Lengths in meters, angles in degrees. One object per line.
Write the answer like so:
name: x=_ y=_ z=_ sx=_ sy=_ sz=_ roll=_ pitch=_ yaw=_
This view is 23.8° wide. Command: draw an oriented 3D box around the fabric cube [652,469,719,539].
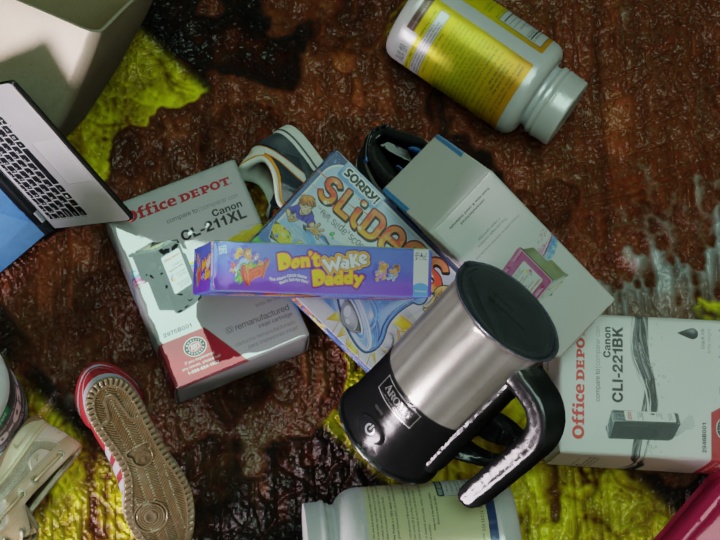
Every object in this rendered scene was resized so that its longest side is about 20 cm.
fabric cube: x=0.368 y=0.315 z=1.612 sx=0.199 sy=0.200 sz=0.196 roll=43 pitch=78 yaw=8

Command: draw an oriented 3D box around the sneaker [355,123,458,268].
sneaker: x=0.075 y=-0.067 z=1.738 sx=0.200 sy=0.112 sz=0.073 roll=40 pitch=77 yaw=7

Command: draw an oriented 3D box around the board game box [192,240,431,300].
board game box: x=-0.047 y=0.002 z=1.577 sx=0.199 sy=0.134 sz=0.045 roll=2 pitch=87 yaw=-13

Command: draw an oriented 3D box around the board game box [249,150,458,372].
board game box: x=0.000 y=0.000 z=1.676 sx=0.200 sy=0.034 sz=0.135 roll=43 pitch=79 yaw=-9

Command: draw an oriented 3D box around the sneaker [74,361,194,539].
sneaker: x=-0.223 y=0.180 z=1.684 sx=0.071 sy=0.112 sz=0.200 roll=-23 pitch=108 yaw=-12

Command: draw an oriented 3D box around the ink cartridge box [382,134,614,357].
ink cartridge box: x=0.133 y=-0.024 z=1.657 sx=0.085 sy=0.145 sz=0.200 roll=-45 pitch=117 yaw=0

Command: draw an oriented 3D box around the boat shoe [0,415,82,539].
boat shoe: x=-0.342 y=0.239 z=1.652 sx=0.065 sy=0.072 sz=0.200 roll=28 pitch=70 yaw=5

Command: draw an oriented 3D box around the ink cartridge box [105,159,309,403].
ink cartridge box: x=-0.156 y=0.010 z=1.716 sx=0.145 sy=0.083 sz=0.200 roll=-22 pitch=78 yaw=-9

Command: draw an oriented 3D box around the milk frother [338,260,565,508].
milk frother: x=0.116 y=0.103 z=1.600 sx=0.180 sy=0.200 sz=0.188 roll=44 pitch=120 yaw=3

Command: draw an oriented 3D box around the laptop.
laptop: x=-0.363 y=-0.068 z=1.647 sx=0.187 sy=0.200 sz=0.116 roll=51 pitch=53 yaw=-33

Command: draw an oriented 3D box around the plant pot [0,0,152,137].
plant pot: x=-0.337 y=-0.227 z=1.697 sx=0.199 sy=0.200 sz=0.177 roll=22 pitch=119 yaw=2

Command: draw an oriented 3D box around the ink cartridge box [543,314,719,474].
ink cartridge box: x=0.288 y=0.124 z=1.716 sx=0.199 sy=0.084 sz=0.145 roll=3 pitch=75 yaw=-2

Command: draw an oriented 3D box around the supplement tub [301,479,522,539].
supplement tub: x=0.048 y=0.275 z=1.628 sx=0.199 sy=0.145 sz=0.145 roll=-3 pitch=75 yaw=-5

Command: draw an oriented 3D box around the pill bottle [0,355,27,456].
pill bottle: x=-0.382 y=0.118 z=1.612 sx=0.113 sy=0.200 sz=0.113 roll=1 pitch=75 yaw=-3

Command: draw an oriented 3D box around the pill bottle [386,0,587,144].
pill bottle: x=0.134 y=-0.219 z=1.784 sx=0.200 sy=0.109 sz=0.109 roll=35 pitch=76 yaw=6

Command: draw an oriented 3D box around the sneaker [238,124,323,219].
sneaker: x=-0.044 y=-0.055 z=1.742 sx=0.079 sy=0.078 sz=0.200 roll=-35 pitch=71 yaw=-26
